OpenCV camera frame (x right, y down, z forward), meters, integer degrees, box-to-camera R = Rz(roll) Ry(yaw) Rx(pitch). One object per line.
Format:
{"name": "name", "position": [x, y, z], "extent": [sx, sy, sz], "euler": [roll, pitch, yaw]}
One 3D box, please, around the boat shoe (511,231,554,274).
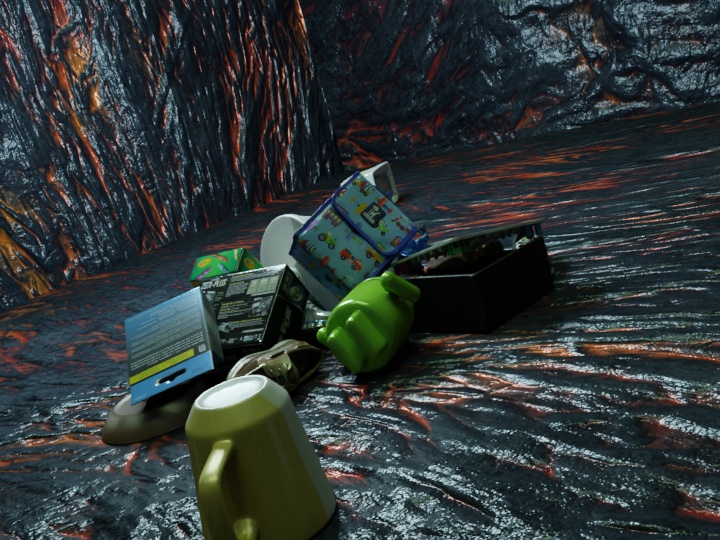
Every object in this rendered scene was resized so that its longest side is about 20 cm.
{"name": "boat shoe", "position": [0.306, -0.030, 1.577], "extent": [0.072, 0.066, 0.200], "euler": [-14, 13, 3]}

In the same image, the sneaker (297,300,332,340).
{"name": "sneaker", "position": [-0.098, 0.079, 1.538], "extent": [0.197, 0.088, 0.075], "euler": [-8, -24, 27]}

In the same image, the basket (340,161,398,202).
{"name": "basket", "position": [0.030, -0.258, 2.803], "extent": [0.121, 0.138, 0.200], "euler": [-14, 12, 21]}

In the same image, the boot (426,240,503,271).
{"name": "boot", "position": [0.163, -0.006, 1.690], "extent": [0.184, 0.065, 0.199], "euler": [-25, 10, -21]}

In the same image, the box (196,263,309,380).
{"name": "box", "position": [-0.206, 0.092, 1.497], "extent": [0.197, 0.086, 0.166], "euler": [-10, 48, 29]}

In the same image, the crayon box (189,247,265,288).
{"name": "crayon box", "position": [-0.213, 0.044, 1.635], "extent": [0.117, 0.200, 0.059], "euler": [-10, 50, 32]}

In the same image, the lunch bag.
{"name": "lunch bag", "position": [-0.004, -0.063, 1.499], "extent": [0.200, 0.150, 0.094], "euler": [-48, -5, -23]}

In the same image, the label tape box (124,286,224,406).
{"name": "label tape box", "position": [-0.299, 0.136, 1.393], "extent": [0.142, 0.064, 0.201], "euler": [-24, 41, 1]}

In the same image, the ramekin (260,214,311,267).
{"name": "ramekin", "position": [-0.114, -0.021, 1.819], "extent": [0.093, 0.207, 0.200], "euler": [-12, 6, -44]}

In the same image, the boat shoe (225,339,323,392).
{"name": "boat shoe", "position": [-0.128, 0.156, 1.317], "extent": [0.073, 0.077, 0.199], "euler": [-4, 18, 33]}

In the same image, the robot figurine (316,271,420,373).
{"name": "robot figurine", "position": [0.018, 0.082, 1.342], "extent": [0.175, 0.116, 0.200], "euler": [-44, 0, 26]}

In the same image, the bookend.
{"name": "bookend", "position": [0.184, 0.022, 1.445], "extent": [0.198, 0.094, 0.197], "euler": [-25, 14, -40]}

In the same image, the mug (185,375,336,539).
{"name": "mug", "position": [-0.108, 0.200, 0.897], "extent": [0.147, 0.156, 0.186], "euler": [-20, 13, -20]}

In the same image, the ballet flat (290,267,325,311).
{"name": "ballet flat", "position": [-0.115, 0.034, 1.615], "extent": [0.071, 0.073, 0.199], "euler": [-6, -27, 38]}

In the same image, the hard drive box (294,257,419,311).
{"name": "hard drive box", "position": [0.000, 0.000, 1.608], "extent": [0.199, 0.157, 0.077], "euler": [-29, -12, -44]}

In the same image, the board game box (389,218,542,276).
{"name": "board game box", "position": [0.179, -0.036, 1.465], "extent": [0.197, 0.026, 0.199], "euler": [-13, -5, -32]}

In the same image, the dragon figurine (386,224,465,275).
{"name": "dragon figurine", "position": [0.097, -0.030, 1.582], "extent": [0.196, 0.059, 0.101], "euler": [6, 49, -12]}

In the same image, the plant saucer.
{"name": "plant saucer", "position": [-0.327, 0.217, 1.399], "extent": [0.197, 0.037, 0.201], "euler": [-16, 13, 4]}
